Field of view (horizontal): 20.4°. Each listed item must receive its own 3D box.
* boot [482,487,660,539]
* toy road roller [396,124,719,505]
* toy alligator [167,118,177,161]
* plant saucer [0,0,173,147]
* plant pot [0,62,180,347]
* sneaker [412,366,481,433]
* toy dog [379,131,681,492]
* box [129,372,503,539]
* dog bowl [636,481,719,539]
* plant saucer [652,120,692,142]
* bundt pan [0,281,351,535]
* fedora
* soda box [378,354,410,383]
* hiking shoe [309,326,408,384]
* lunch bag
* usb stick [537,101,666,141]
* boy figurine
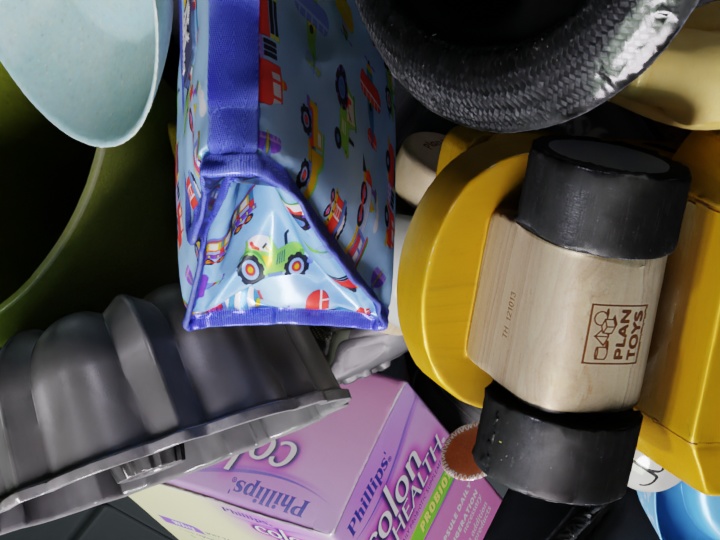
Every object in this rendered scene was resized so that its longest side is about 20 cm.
[{"bbox_3d":[0.089,0.086,1.019,0.199,0.169,0.077,13,154,31],"label":"boot"},{"bbox_3d":[0.106,0.001,0.752,0.198,0.124,0.146,1,-162,-27],"label":"toy road roller"},{"bbox_3d":[-0.064,-0.075,0.966,0.059,0.054,0.202,-13,115,-3],"label":"toy alligator"},{"bbox_3d":[-0.126,-0.153,0.847,0.201,0.038,0.202,40,144,38],"label":"plant saucer"},{"bbox_3d":[-0.136,-0.027,1.051,0.186,0.189,0.199,7,167,38],"label":"plant pot"},{"bbox_3d":[0.125,0.082,1.123,0.199,0.076,0.080,22,135,13],"label":"sneaker"},{"bbox_3d":[0.053,0.022,0.878,0.199,0.096,0.133,21,115,37],"label":"toy dog"},{"bbox_3d":[-0.023,0.133,1.156,0.175,0.097,0.200,12,156,35],"label":"box"},{"bbox_3d":[0.218,0.096,0.938,0.198,0.113,0.050,8,-171,-18],"label":"dog bowl"},{"bbox_3d":[0.176,-0.040,0.834,0.199,0.037,0.201,23,157,10],"label":"plant saucer"},{"bbox_3d":[-0.109,0.059,0.928,0.076,0.200,0.202,69,155,7],"label":"bundt pan"},{"bbox_3d":[0.075,-0.133,0.639,0.091,0.203,0.200,2,172,-33],"label":"fedora"},{"bbox_3d":[-0.015,0.060,1.212,0.068,0.064,0.200,20,156,17],"label":"soda box"},{"bbox_3d":[0.000,0.000,1.017,0.199,0.076,0.102,-17,98,27],"label":"hiking shoe"},{"bbox_3d":[-0.035,-0.078,0.779,0.093,0.152,0.200,-1,161,2],"label":"lunch bag"},{"bbox_3d":[0.094,-0.048,0.806,0.055,0.033,0.201,-34,94,23],"label":"usb stick"},{"bbox_3d":[0.109,-0.088,0.718,0.198,0.124,0.065,7,113,18],"label":"boy figurine"}]
